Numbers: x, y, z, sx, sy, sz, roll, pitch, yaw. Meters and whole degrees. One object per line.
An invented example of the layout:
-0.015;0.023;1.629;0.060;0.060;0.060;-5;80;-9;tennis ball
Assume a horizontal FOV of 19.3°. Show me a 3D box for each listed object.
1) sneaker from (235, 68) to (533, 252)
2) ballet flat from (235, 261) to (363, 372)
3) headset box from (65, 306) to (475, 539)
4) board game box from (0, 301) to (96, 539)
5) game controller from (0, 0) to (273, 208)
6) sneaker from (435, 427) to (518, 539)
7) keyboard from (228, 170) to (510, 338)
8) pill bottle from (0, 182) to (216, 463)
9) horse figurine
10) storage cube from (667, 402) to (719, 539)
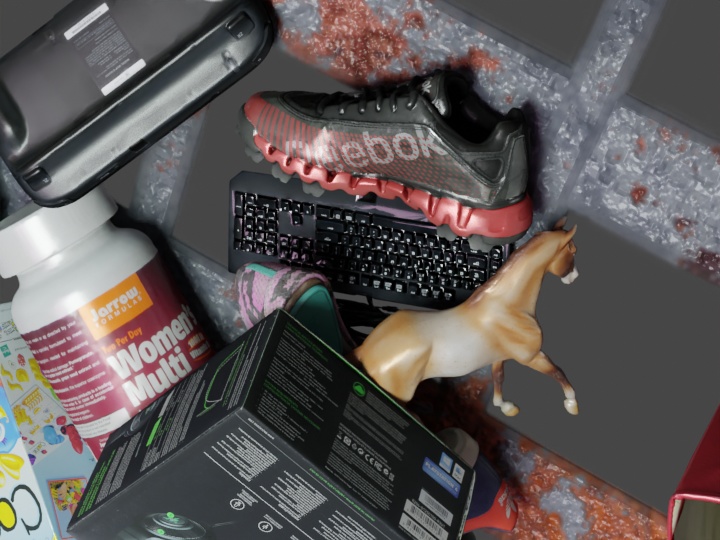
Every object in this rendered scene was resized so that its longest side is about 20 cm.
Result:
0.019;-0.087;1.314;0.199;0.071;0.099;18;120;14;sneaker
-0.037;0.061;1.396;0.071;0.069;0.201;31;154;36;ballet flat
-0.060;0.149;1.329;0.174;0.093;0.200;40;129;-17;headset box
-0.236;0.130;1.480;0.102;0.105;0.202;-24;84;32;board game box
-0.154;-0.131;1.357;0.199;0.042;0.105;-35;78;9;game controller
0.025;0.186;1.439;0.085;0.075;0.199;45;130;-15;sneaker
0.000;0.000;1.382;0.198;0.040;0.105;9;116;22;keyboard
-0.168;0.042;1.437;0.109;0.110;0.201;-23;102;31;pill bottle
0.056;0.058;1.337;0.198;0.050;0.133;-17;129;-3;horse figurine
0.284;0.177;1.249;0.169;0.180;0.202;5;116;22;storage cube
